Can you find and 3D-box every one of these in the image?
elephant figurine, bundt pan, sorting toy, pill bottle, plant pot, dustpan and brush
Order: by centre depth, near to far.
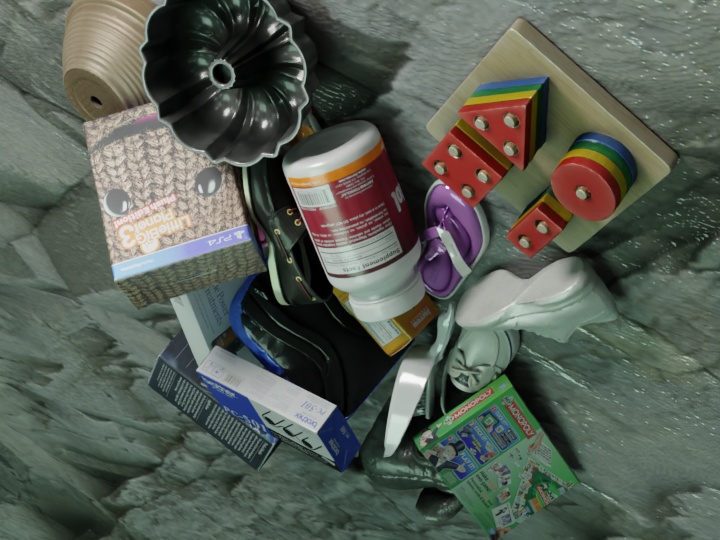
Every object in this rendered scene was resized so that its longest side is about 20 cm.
[{"bbox_3d":[0.168,-0.109,1.385,0.200,0.070,0.199,41,148,-2],"label":"sorting toy"},{"bbox_3d":[-0.129,-0.216,1.505,0.200,0.076,0.204,10,116,20],"label":"bundt pan"},{"bbox_3d":[-0.001,-0.051,1.560,0.112,0.113,0.201,2,123,44],"label":"pill bottle"},{"bbox_3d":[-0.282,-0.225,1.677,0.200,0.093,0.202,26,145,20],"label":"plant pot"},{"bbox_3d":[0.079,0.116,1.701,0.057,0.140,0.202,14,124,15],"label":"dustpan and brush"},{"bbox_3d":[0.106,0.240,1.800,0.199,0.156,0.141,25,174,41],"label":"elephant figurine"}]

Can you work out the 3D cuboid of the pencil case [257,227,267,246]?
[{"bbox_3d":[-0.174,-0.092,1.740,0.199,0.090,0.095,22,109,29],"label":"pencil case"}]

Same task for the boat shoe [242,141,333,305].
[{"bbox_3d":[-0.079,-0.054,1.598,0.063,0.074,0.203,-2,117,29],"label":"boat shoe"}]

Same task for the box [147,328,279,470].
[{"bbox_3d":[-0.166,0.146,1.966,0.199,0.149,0.107,37,148,2],"label":"box"}]

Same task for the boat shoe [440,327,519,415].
[{"bbox_3d":[0.133,0.113,1.699,0.072,0.066,0.200,34,148,8],"label":"boat shoe"}]

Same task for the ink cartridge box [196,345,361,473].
[{"bbox_3d":[-0.099,0.164,1.710,0.199,0.044,0.094,23,154,35],"label":"ink cartridge box"}]

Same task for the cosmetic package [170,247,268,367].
[{"bbox_3d":[-0.156,0.043,1.822,0.051,0.151,0.201,26,147,36],"label":"cosmetic package"}]

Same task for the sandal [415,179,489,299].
[{"bbox_3d":[0.095,-0.021,1.585,0.082,0.050,0.203,29,149,16],"label":"sandal"}]

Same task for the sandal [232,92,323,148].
[{"bbox_3d":[-0.087,-0.157,1.593,0.207,0.059,0.079,50,146,-15],"label":"sandal"}]

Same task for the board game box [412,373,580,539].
[{"bbox_3d":[0.167,0.230,1.733,0.200,0.134,0.029,53,-177,-36],"label":"board game box"}]

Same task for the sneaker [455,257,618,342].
[{"bbox_3d":[0.189,0.047,1.550,0.088,0.076,0.199,41,149,-27],"label":"sneaker"}]

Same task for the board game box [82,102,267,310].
[{"bbox_3d":[-0.210,-0.082,1.617,0.097,0.158,0.202,70,-176,-68],"label":"board game box"}]

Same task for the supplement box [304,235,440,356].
[{"bbox_3d":[0.000,0.000,1.675,0.200,0.067,0.069,49,145,-4],"label":"supplement box"}]

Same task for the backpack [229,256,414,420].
[{"bbox_3d":[-0.066,0.073,1.762,0.200,0.163,0.168,42,164,-9],"label":"backpack"}]
